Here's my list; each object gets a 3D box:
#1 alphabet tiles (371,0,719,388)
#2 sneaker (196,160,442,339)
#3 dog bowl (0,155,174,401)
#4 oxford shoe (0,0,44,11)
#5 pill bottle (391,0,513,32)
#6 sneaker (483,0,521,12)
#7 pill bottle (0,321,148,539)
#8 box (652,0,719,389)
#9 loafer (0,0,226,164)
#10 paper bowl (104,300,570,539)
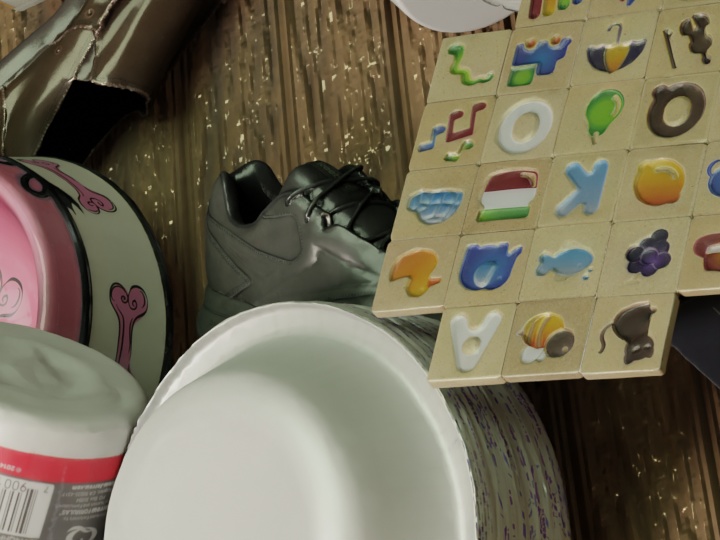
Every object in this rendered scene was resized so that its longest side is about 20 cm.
[{"bbox_3d":[0.090,-0.044,1.158,0.166,0.006,0.200,-5,55,31],"label":"alphabet tiles"},{"bbox_3d":[0.000,0.000,1.292,0.200,0.076,0.091,10,111,40],"label":"sneaker"},{"bbox_3d":[-0.189,0.034,1.414,0.200,0.074,0.201,-11,70,32],"label":"dog bowl"},{"bbox_3d":[-0.116,-0.192,1.553,0.200,0.058,0.075,-23,45,7],"label":"oxford shoe"},{"bbox_3d":[0.009,-0.200,1.411,0.116,0.116,0.200,-45,44,6],"label":"pill bottle"},{"bbox_3d":[0.128,-0.169,1.268,0.200,0.087,0.075,-19,76,5],"label":"sneaker"},{"bbox_3d":[-0.168,0.131,1.300,0.111,0.111,0.200,36,115,46],"label":"pill bottle"},{"bbox_3d":[0.198,-0.071,1.183,0.182,0.104,0.200,-27,48,24],"label":"box"},{"bbox_3d":[-0.113,-0.110,1.491,0.200,0.073,0.071,-47,54,12],"label":"loafer"},{"bbox_3d":[-0.024,0.112,1.197,0.200,0.104,0.201,-6,82,41],"label":"paper bowl"}]
